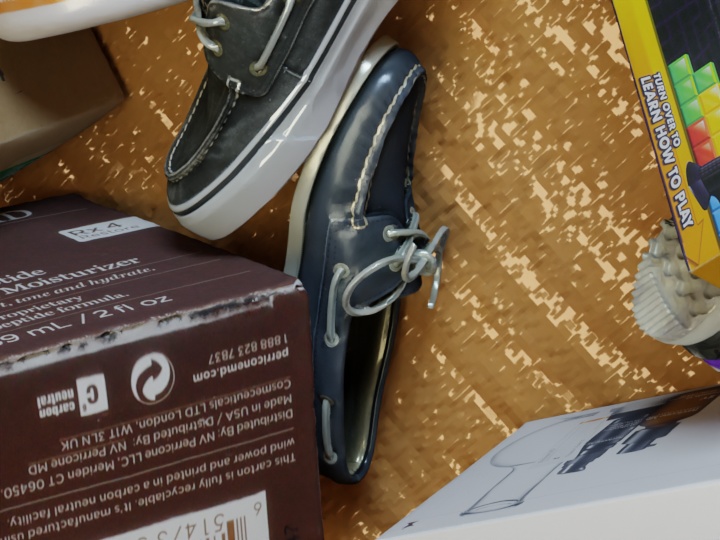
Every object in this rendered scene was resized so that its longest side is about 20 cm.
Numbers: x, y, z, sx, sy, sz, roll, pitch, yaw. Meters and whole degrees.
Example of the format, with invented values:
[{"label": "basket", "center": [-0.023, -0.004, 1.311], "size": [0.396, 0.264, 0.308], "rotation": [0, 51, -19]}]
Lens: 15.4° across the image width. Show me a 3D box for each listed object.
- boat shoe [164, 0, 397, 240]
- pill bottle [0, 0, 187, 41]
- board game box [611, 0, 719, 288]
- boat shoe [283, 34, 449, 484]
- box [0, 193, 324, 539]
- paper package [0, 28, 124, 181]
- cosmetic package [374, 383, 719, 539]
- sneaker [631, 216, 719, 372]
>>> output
[{"label": "boat shoe", "center": [-0.035, -0.105, 1.059], "size": [0.071, 0.072, 0.200], "rotation": [23, 113, -24]}, {"label": "pill bottle", "center": [-0.124, -0.203, 1.091], "size": [0.112, 0.112, 0.201], "rotation": [-9, 102, 30]}, {"label": "board game box", "center": [0.170, -0.113, 0.942], "size": [0.165, 0.057, 0.200], "rotation": [-33, 56, 32]}, {"label": "boat shoe", "center": [0.000, 0.000, 1.116], "size": [0.062, 0.075, 0.200], "rotation": [26, 114, 18]}, {"label": "box", "center": [-0.135, 0.077, 1.119], "size": [0.200, 0.166, 0.165], "rotation": [21, 120, 53]}, {"label": "paper package", "center": [-0.224, -0.110, 1.123], "size": [0.103, 0.200, 0.191], "rotation": [-24, 94, 31]}, {"label": "cosmetic package", "center": [0.126, 0.086, 1.035], "size": [0.200, 0.151, 0.052], "rotation": [-14, 100, 30]}, {"label": "sneaker", "center": [0.200, -0.034, 1.007], "size": [0.099, 0.070, 0.200], "rotation": [32, 110, -29]}]
